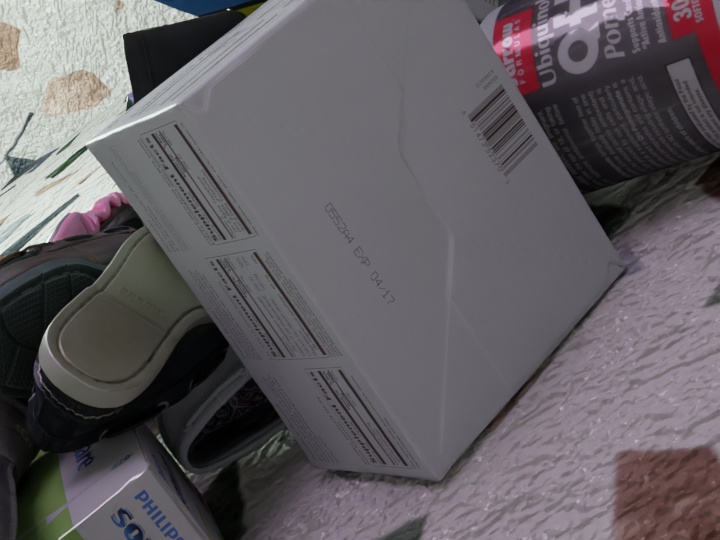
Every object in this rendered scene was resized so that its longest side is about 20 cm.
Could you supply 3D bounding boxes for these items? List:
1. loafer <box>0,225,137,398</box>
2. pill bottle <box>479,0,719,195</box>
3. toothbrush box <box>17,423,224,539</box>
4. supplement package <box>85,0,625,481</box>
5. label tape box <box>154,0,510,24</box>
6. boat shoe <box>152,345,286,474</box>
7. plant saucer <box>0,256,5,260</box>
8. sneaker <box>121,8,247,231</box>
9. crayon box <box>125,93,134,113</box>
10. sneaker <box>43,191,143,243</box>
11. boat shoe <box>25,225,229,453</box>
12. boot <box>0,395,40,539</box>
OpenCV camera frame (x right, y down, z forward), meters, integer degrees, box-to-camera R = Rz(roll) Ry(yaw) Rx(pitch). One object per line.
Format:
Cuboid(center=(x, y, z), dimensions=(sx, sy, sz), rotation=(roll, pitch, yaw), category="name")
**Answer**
Cuboid(center=(-0.156, 0.016, 0.725), dimensions=(0.062, 0.073, 0.199), rotation=(15, 19, 25), category="loafer")
Cuboid(center=(0.126, -0.100, 0.710), dimensions=(0.198, 0.111, 0.111), rotation=(-17, 24, 33), category="pill bottle")
Cuboid(center=(-0.165, 0.166, 0.656), dimensions=(0.199, 0.086, 0.145), rotation=(-40, 17, -7), category="toothbrush box")
Cuboid(center=(0.001, -0.030, 0.645), dimensions=(0.156, 0.201, 0.110), rotation=(-43, 19, -28), category="supplement package")
Cuboid(center=(-0.005, -0.168, 0.780), dimensions=(0.143, 0.199, 0.064), rotation=(-5, 76, 43), category="label tape box")
Cuboid(center=(-0.023, 0.041, 0.740), dimensions=(0.198, 0.073, 0.069), rotation=(-28, 37, -6), category="boat shoe")
Cuboid(center=(-0.211, 0.094, 0.748), dimensions=(0.200, 0.201, 0.037), rotation=(-42, 28, -20), category="plant saucer")
Cuboid(center=(-0.033, -0.089, 0.729), dimensions=(0.198, 0.108, 0.074), rotation=(-14, 9, -40), category="sneaker")
Cuboid(center=(-0.036, -0.080, 0.870), dimensions=(0.198, 0.052, 0.125), rotation=(-17, 42, -38), category="crayon box")
Cuboid(center=(-0.163, 0.007, 0.901), dimensions=(0.079, 0.095, 0.200), rotation=(-51, 5, 10), category="sneaker")
Cuboid(center=(-0.106, 0.033, 0.689), dimensions=(0.066, 0.074, 0.200), rotation=(-58, -1, 28), category="boat shoe")
Cuboid(center=(-0.218, 0.134, 0.602), dimensions=(0.181, 0.073, 0.200), rotation=(-36, 23, 5), category="boot")
